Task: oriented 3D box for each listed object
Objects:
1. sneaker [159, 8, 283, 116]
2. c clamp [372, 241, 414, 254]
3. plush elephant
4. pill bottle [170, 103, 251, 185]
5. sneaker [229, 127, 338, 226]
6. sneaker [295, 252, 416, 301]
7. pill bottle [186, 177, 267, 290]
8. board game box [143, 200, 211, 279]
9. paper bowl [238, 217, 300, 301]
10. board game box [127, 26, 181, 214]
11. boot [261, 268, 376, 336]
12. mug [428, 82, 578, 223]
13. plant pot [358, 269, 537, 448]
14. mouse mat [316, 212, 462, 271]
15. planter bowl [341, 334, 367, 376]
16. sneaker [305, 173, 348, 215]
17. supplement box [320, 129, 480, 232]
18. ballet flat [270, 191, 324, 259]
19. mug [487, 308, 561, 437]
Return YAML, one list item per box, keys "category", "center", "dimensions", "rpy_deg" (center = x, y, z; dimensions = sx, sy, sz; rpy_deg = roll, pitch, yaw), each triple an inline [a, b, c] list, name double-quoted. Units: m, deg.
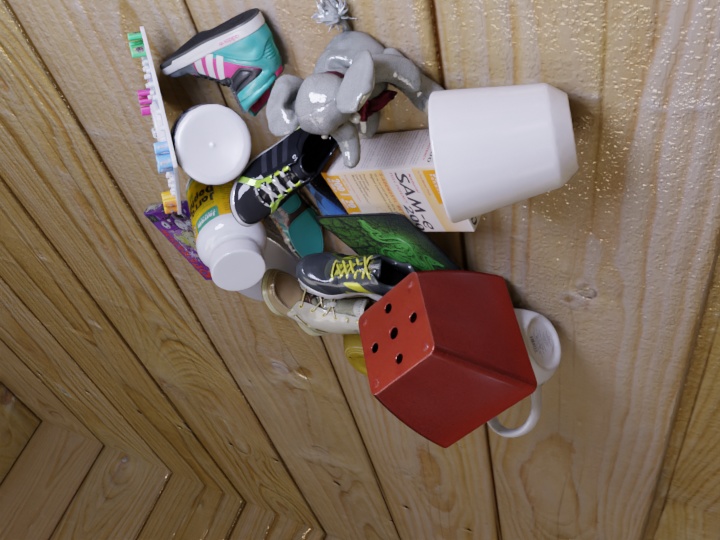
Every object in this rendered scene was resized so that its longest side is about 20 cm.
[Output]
- category: "sneaker"
  center: [-0.174, -0.262, 1.084]
  dimensions: [0.197, 0.084, 0.122]
  rpy_deg: [-6, 127, 42]
- category: "c clamp"
  center: [0.082, -0.021, 1.246]
  dimensions: [0.167, 0.028, 0.200]
  rpy_deg: [0, 157, 25]
- category: "plush elephant"
  center: [-0.017, -0.203, 0.964]
  dimensions: [0.162, 0.157, 0.201]
  rpy_deg: [-3, 139, 41]
- category: "pill bottle"
  center: [-0.219, -0.183, 1.157]
  dimensions: [0.106, 0.107, 0.200]
  rpy_deg: [38, 179, -19]
- category: "sneaker"
  center: [-0.099, -0.139, 1.096]
  dimensions: [0.072, 0.200, 0.083]
  rpy_deg: [44, 178, -23]
- category: "sneaker"
  center: [0.000, 0.000, 1.231]
  dimensions: [0.195, 0.076, 0.085]
  rpy_deg: [8, 156, -5]
- category: "pill bottle"
  center: [-0.206, -0.069, 1.261]
  dimensions: [0.110, 0.202, 0.114]
  rpy_deg: [-11, 138, -11]
- category: "board game box"
  center: [-0.316, -0.054, 1.568]
  dimensions: [0.118, 0.033, 0.201]
  rpy_deg: [3, 143, 43]
- category: "paper bowl"
  center: [-0.179, -0.024, 1.425]
  dimensions: [0.197, 0.106, 0.202]
  rpy_deg: [19, 149, 12]
- category: "board game box"
  center: [-0.290, -0.202, 1.146]
  dimensions: [0.025, 0.204, 0.200]
  rpy_deg: [-13, 168, -14]
- category: "boot"
  center: [-0.059, 0.055, 1.335]
  dimensions: [0.152, 0.074, 0.200]
  rpy_deg: [1, 154, 32]
- category: "mug"
  center: [0.169, -0.149, 0.936]
  dimensions: [0.150, 0.187, 0.153]
  rpy_deg: [-10, 109, 16]
- category: "plant pot"
  center: [0.109, 0.113, 1.192]
  dimensions: [0.174, 0.203, 0.199]
  rpy_deg: [22, 132, -36]
- category: "mouse mat"
  center: [0.045, -0.036, 1.196]
  dimensions: [0.158, 0.008, 0.199]
  rpy_deg: [1, 157, 37]
- category: "planter bowl"
  center: [0.030, 0.148, 1.539]
  dimensions: [0.197, 0.084, 0.202]
  rpy_deg: [21, 150, 12]
- category: "sneaker"
  center: [-0.056, -0.122, 1.213]
  dimensions: [0.078, 0.067, 0.200]
  rpy_deg: [-8, 135, 50]
- category: "supplement box"
  center: [0.061, -0.119, 1.112]
  dimensions: [0.197, 0.074, 0.127]
  rpy_deg: [1, 142, 37]
- category: "ballet flat"
  center: [-0.117, -0.099, 1.311]
  dimensions: [0.064, 0.075, 0.202]
  rpy_deg: [37, 160, 48]
- category: "mug"
  center: [0.230, 0.162, 1.292]
  dimensions: [0.145, 0.205, 0.174]
  rpy_deg: [5, 159, -40]
